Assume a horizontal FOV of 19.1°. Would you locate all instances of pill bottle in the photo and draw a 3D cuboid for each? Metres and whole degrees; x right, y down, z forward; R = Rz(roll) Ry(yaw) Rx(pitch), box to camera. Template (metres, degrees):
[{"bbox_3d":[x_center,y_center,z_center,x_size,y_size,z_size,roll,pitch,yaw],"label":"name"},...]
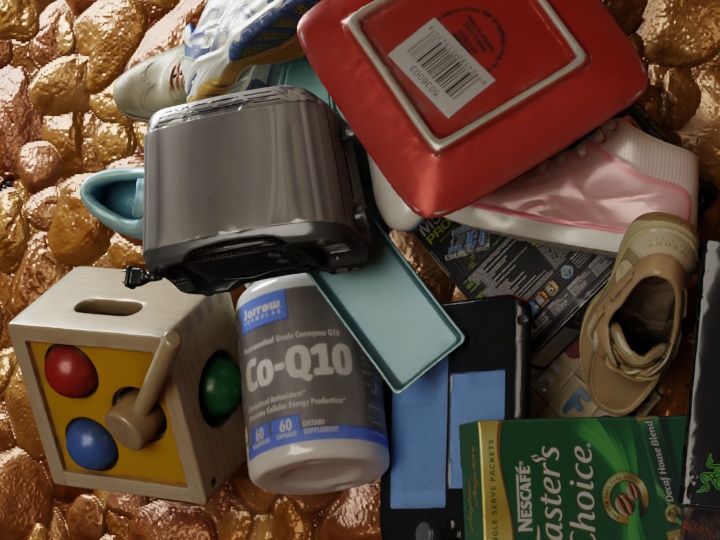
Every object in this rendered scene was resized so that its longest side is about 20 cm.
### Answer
[{"bbox_3d":[-0.041,0.069,1.709,0.113,0.114,0.201,-17,66,26],"label":"pill bottle"}]

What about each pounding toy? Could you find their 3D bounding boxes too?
[{"bbox_3d":[-0.176,0.091,1.725,0.199,0.142,0.185,4,120,30],"label":"pounding toy"}]

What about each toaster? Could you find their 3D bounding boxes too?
[{"bbox_3d":[-0.089,-0.059,1.633,0.199,0.114,0.130,-10,72,19],"label":"toaster"}]

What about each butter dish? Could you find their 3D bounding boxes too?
[{"bbox_3d":[0.084,-0.133,1.556,0.199,0.148,0.200,-31,66,-6],"label":"butter dish"}]

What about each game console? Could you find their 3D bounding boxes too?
[{"bbox_3d":[0.072,0.124,1.643,0.177,0.031,0.201,-11,76,60],"label":"game console"}]

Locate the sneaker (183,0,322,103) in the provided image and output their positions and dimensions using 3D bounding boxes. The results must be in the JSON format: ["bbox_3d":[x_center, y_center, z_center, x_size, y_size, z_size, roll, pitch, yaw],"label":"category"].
[{"bbox_3d":[-0.087,-0.201,1.687,0.200,0.075,0.089,-34,61,45],"label":"sneaker"}]

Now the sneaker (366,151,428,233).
[{"bbox_3d":[0.019,-0.127,1.636,0.072,0.072,0.201,-17,72,45],"label":"sneaker"}]

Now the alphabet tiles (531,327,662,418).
[{"bbox_3d":[0.138,0.140,1.669,0.166,0.006,0.200,46,105,26],"label":"alphabet tiles"}]

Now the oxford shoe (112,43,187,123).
[{"bbox_3d":[-0.137,-0.171,1.820,0.199,0.075,0.071,-12,78,27],"label":"oxford shoe"}]

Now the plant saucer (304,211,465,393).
[{"bbox_3d":[0.000,0.000,1.659,0.070,0.019,0.200,-39,69,6],"label":"plant saucer"}]

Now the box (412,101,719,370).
[{"bbox_3d":[0.154,-0.048,1.659,0.200,0.044,0.160,-46,63,14],"label":"box"}]

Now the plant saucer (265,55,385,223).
[{"bbox_3d":[0.009,-0.138,1.701,0.199,0.027,0.201,-2,84,22],"label":"plant saucer"}]

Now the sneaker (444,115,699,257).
[{"bbox_3d":[0.159,-0.067,1.590,0.199,0.075,0.105,10,90,22],"label":"sneaker"}]

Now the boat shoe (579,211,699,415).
[{"bbox_3d":[0.196,0.046,1.549,0.071,0.201,0.065,12,48,5],"label":"boat shoe"}]

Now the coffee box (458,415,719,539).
[{"bbox_3d":[0.172,0.168,1.554,0.044,0.199,0.124,156,115,-72],"label":"coffee box"}]

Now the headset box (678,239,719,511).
[{"bbox_3d":[0.316,0.088,1.500,0.173,0.093,0.201,6,86,8],"label":"headset box"}]

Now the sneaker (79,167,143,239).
[{"bbox_3d":[-0.152,-0.048,1.809,0.199,0.082,0.074,4,86,29],"label":"sneaker"}]
